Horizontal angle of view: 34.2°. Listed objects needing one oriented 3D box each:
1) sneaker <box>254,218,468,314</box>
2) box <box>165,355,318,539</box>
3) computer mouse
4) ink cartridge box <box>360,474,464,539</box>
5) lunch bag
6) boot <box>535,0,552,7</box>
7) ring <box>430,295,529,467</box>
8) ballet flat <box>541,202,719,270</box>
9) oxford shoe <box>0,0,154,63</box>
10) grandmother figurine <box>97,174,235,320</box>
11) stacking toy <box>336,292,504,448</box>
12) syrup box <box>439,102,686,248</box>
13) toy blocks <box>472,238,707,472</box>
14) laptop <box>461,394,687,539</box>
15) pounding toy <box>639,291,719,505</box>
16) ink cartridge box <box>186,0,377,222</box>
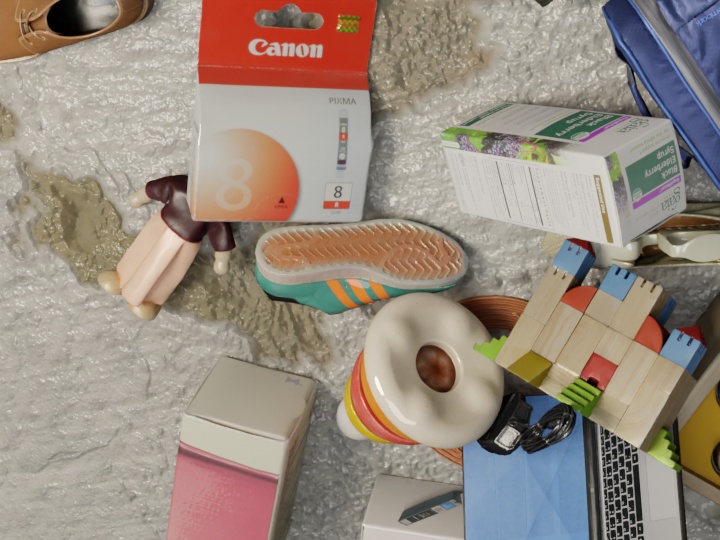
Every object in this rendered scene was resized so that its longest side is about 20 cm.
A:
[{"bbox_3d":[0.000,0.000,1.112,0.199,0.072,0.080,2,150,-3],"label":"sneaker"},{"bbox_3d":[-0.123,0.210,1.188,0.108,0.128,0.201,14,115,6],"label":"box"},{"bbox_3d":[0.148,0.139,1.019,0.034,0.200,0.059,37,79,-6],"label":"computer mouse"},{"bbox_3d":[0.098,0.278,1.147,0.199,0.176,0.045,7,115,8],"label":"ink cartridge box"},{"bbox_3d":[0.285,-0.158,0.939,0.132,0.136,0.200,-33,103,21],"label":"lunch bag"},{"bbox_3d":[0.160,-0.323,0.936,0.131,0.068,0.200,41,114,-1],"label":"boot"},{"bbox_3d":[0.134,0.119,1.157,0.199,0.019,0.201,4,113,9],"label":"ring"},{"bbox_3d":[0.259,-0.031,1.041,0.199,0.062,0.068,-5,112,14],"label":"ballet flat"},{"bbox_3d":[-0.292,-0.230,1.064,0.199,0.071,0.072,-12,112,18],"label":"oxford shoe"},{"bbox_3d":[-0.171,-0.042,1.127,0.121,0.061,0.200,34,117,-5],"label":"grandmother figurine"},{"bbox_3d":[0.029,0.119,1.118,0.146,0.146,0.200,42,143,-8],"label":"stacking toy"},{"bbox_3d":[0.163,-0.084,0.965,0.200,0.079,0.082,17,130,54],"label":"syrup box"},{"bbox_3d":[0.217,0.060,1.009,0.200,0.100,0.137,31,90,33],"label":"toy blocks"},{"bbox_3d":[0.186,0.193,1.056,0.115,0.188,0.200,6,161,-19],"label":"laptop"},{"bbox_3d":[0.359,0.160,1.060,0.184,0.142,0.200,29,115,-2],"label":"pounding toy"},{"bbox_3d":[-0.065,-0.140,1.034,0.161,0.050,0.201,0,119,-17],"label":"ink cartridge box"}]
